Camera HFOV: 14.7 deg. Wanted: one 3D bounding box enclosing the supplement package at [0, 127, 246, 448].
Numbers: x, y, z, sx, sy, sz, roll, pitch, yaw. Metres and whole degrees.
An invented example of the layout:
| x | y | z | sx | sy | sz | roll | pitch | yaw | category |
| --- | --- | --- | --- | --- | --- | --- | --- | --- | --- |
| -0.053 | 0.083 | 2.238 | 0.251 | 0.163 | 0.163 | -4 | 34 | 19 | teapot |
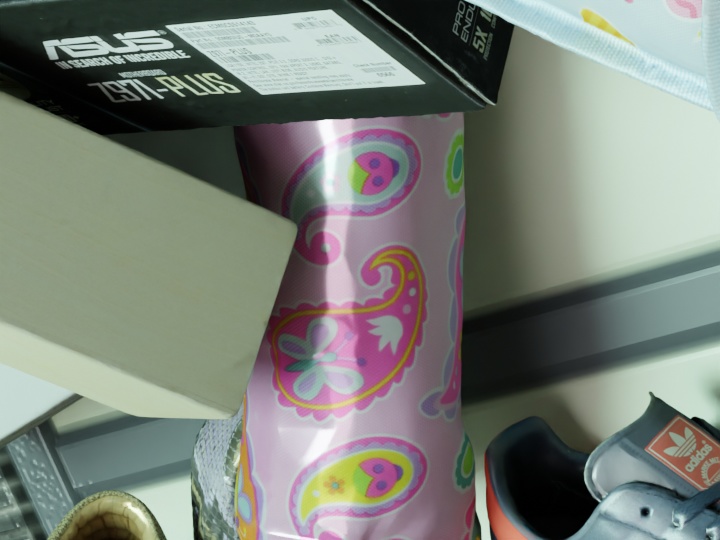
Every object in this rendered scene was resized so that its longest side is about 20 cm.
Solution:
| x | y | z | sx | sy | sz | roll | pitch | yaw | category |
| --- | --- | --- | --- | --- | --- | --- | --- | --- | --- |
| -0.135 | 0.000 | 0.985 | 0.200 | 0.117 | 0.117 | -32 | 89 | 42 | supplement package |

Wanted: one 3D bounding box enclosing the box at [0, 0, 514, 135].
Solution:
| x | y | z | sx | sy | sz | roll | pitch | yaw | category |
| --- | --- | --- | --- | --- | --- | --- | --- | --- | --- |
| -0.045 | -0.131 | 0.814 | 0.200 | 0.086 | 0.164 | -1 | 66 | 39 | box |

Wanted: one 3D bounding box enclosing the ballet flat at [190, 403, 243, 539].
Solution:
| x | y | z | sx | sy | sz | roll | pitch | yaw | category |
| --- | --- | --- | --- | --- | --- | --- | --- | --- | --- |
| -0.031 | 0.125 | 1.009 | 0.072 | 0.072 | 0.201 | 18 | 121 | 31 | ballet flat |

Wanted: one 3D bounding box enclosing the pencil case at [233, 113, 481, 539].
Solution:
| x | y | z | sx | sy | sz | roll | pitch | yaw | category |
| --- | --- | --- | --- | --- | --- | --- | --- | --- | --- |
| 0.000 | 0.000 | 0.885 | 0.087 | 0.087 | 0.200 | 9 | 106 | 35 | pencil case |

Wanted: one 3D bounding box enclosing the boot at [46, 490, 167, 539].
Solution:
| x | y | z | sx | sy | sz | roll | pitch | yaw | category |
| --- | --- | --- | --- | --- | --- | --- | --- | --- | --- |
| -0.092 | 0.192 | 0.977 | 0.073 | 0.200 | 0.156 | 6 | 154 | 0 | boot |

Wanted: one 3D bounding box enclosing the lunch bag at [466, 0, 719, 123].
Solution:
| x | y | z | sx | sy | sz | roll | pitch | yaw | category |
| --- | --- | --- | --- | --- | --- | --- | --- | --- | --- |
| 0.110 | -0.124 | 0.644 | 0.200 | 0.127 | 0.170 | 30 | 130 | 31 | lunch bag |

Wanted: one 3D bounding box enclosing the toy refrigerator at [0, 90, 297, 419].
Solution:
| x | y | z | sx | sy | sz | roll | pitch | yaw | category |
| --- | --- | --- | --- | --- | --- | --- | --- | --- | --- |
| -0.125 | -0.023 | 0.810 | 0.076 | 0.200 | 0.070 | -4 | 65 | 62 | toy refrigerator |

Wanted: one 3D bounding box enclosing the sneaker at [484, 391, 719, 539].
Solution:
| x | y | z | sx | sy | sz | roll | pitch | yaw | category |
| --- | --- | --- | --- | --- | --- | --- | --- | --- | --- |
| 0.117 | 0.081 | 0.854 | 0.200 | 0.075 | 0.085 | -1 | 115 | 39 | sneaker |
